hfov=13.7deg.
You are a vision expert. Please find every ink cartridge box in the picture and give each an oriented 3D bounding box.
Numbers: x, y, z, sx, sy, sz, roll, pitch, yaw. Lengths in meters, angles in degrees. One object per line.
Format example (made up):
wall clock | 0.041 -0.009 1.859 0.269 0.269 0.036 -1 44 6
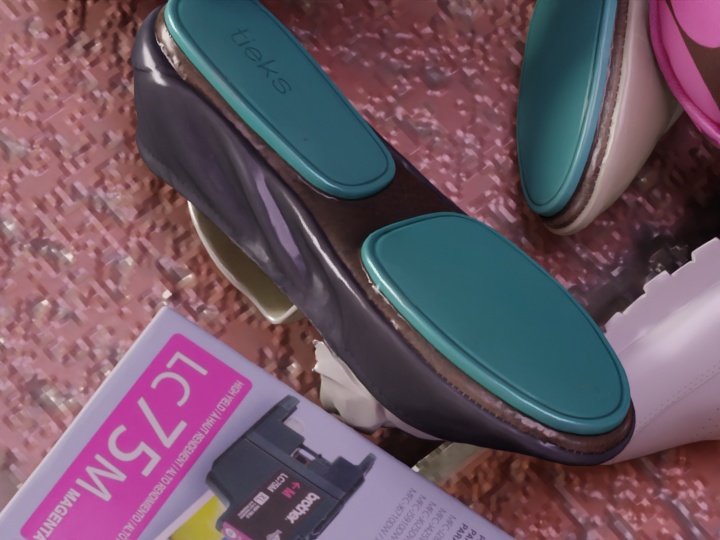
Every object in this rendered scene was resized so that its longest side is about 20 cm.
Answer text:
ink cartridge box | -0.008 0.111 0.826 0.200 0.042 0.119 35 61 5

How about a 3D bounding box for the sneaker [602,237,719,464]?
sneaker | 0.147 0.017 0.894 0.200 0.076 0.081 -25 80 -22

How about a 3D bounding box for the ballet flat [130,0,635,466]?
ballet flat | 0.000 0.000 0.865 0.073 0.073 0.200 -32 63 -25

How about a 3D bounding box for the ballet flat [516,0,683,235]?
ballet flat | 0.085 -0.098 0.945 0.069 0.070 0.201 5 62 -10

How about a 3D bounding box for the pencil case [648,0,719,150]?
pencil case | 0.189 -0.090 0.882 0.199 0.094 0.091 -17 45 -22
